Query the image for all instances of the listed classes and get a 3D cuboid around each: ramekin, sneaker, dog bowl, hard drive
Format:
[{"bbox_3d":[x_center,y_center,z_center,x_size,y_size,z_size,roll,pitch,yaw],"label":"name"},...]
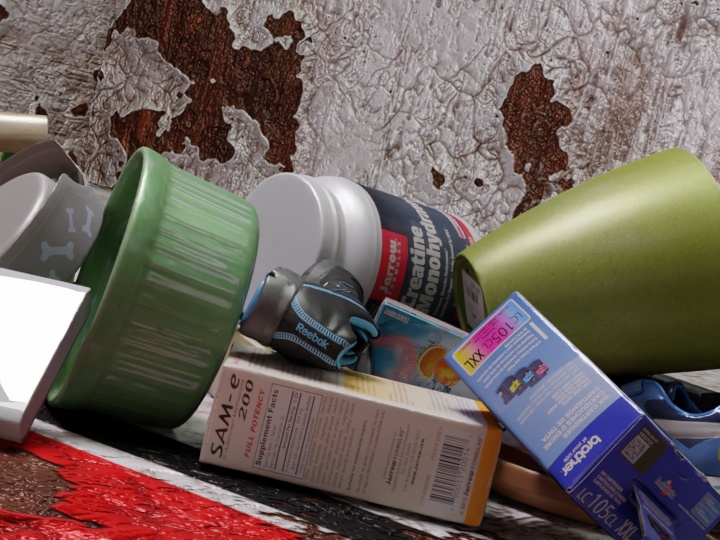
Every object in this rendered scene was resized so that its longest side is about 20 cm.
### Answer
[{"bbox_3d":[-0.150,0.019,1.265,0.097,0.201,0.200,21,2,-15],"label":"ramekin"},{"bbox_3d":[0.222,0.122,1.389,0.200,0.083,0.074,14,5,32],"label":"sneaker"},{"bbox_3d":[-0.026,0.042,1.274,0.082,0.073,0.200,32,11,10],"label":"sneaker"},{"bbox_3d":[-0.279,-0.009,1.315,0.059,0.200,0.200,49,-13,-26],"label":"dog bowl"},{"bbox_3d":[-0.295,0.039,1.140,0.199,0.026,0.132,13,42,6],"label":"hard drive"}]

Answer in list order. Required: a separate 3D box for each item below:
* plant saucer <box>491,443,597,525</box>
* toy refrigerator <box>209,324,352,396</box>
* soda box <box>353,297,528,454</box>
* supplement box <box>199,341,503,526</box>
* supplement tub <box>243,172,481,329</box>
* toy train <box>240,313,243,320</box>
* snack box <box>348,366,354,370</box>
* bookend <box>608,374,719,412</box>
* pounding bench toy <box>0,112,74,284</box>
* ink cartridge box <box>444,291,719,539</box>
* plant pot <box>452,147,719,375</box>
[{"bbox_3d":[0.173,0.169,1.366,0.200,0.032,0.200,14,4,-1],"label":"plant saucer"},{"bbox_3d":[-0.059,0.092,1.391,0.076,0.070,0.200,12,5,-18],"label":"toy refrigerator"},{"bbox_3d":[0.096,0.090,1.320,0.199,0.064,0.068,23,4,1],"label":"soda box"},{"bbox_3d":[-0.007,0.115,1.224,0.199,0.074,0.126,14,4,-1],"label":"supplement box"},{"bbox_3d":[0.000,0.000,1.463,0.200,0.141,0.140,15,2,-41],"label":"supplement tub"},{"bbox_3d":[-0.068,0.032,1.529,0.200,0.034,0.046,8,7,-41],"label":"toy train"},{"bbox_3d":[-0.102,0.067,1.609,0.199,0.068,0.169,16,5,6],"label":"snack box"},{"bbox_3d":[0.282,0.132,1.468,0.199,0.092,0.199,18,-6,-5],"label":"bookend"},{"bbox_3d":[-0.312,-0.042,1.485,0.124,0.201,0.156,12,5,-18],"label":"pounding bench toy"},{"bbox_3d":[0.161,0.118,1.163,0.136,0.076,0.200,43,1,-39],"label":"ink cartridge box"},{"bbox_3d":[0.183,0.010,1.409,0.199,0.188,0.187,-12,10,-12],"label":"plant pot"}]
